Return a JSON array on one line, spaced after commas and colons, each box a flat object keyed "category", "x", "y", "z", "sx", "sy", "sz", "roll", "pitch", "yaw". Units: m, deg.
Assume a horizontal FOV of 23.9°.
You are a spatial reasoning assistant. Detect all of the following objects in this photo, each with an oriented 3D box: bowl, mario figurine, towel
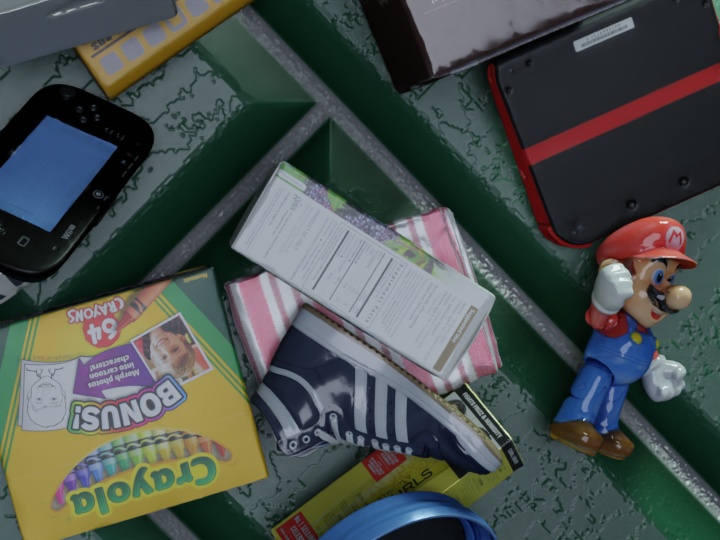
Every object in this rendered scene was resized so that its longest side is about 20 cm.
[{"category": "bowl", "x": 0.019, "y": 0.257, "z": 1.339, "sx": 0.199, "sy": 0.039, "sz": 0.202, "roll": -20, "pitch": 133, "yaw": -22}, {"category": "mario figurine", "x": 0.225, "y": 0.056, "z": 1.379, "sx": 0.105, "sy": 0.123, "sz": 0.202, "roll": 17, "pitch": 94, "yaw": 4}, {"category": "towel", "x": 0.003, "y": 0.046, "z": 1.391, "sx": 0.199, "sy": 0.030, "sz": 0.147, "roll": -19, "pitch": 95, "yaw": -4}]

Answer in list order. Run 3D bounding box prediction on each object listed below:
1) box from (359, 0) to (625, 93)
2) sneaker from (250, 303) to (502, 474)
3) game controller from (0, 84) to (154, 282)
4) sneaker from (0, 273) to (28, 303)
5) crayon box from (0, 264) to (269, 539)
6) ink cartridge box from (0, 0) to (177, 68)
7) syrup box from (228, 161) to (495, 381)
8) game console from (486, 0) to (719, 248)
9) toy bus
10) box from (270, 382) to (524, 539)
[{"category": "box", "x": 0.077, "y": -0.263, "z": 1.317, "sx": 0.163, "sy": 0.166, "sz": 0.201, "roll": -23, "pitch": 96, "yaw": -7}, {"category": "sneaker", "x": 0.007, "y": 0.125, "z": 1.332, "sx": 0.199, "sy": 0.070, "sz": 0.109, "roll": 35, "pitch": 87, "yaw": 12}, {"category": "game controller", "x": -0.235, "y": -0.068, "z": 1.282, "sx": 0.104, "sy": 0.200, "sz": 0.042, "roll": 18, "pitch": 134, "yaw": 11}, {"category": "sneaker", "x": -0.308, "y": -0.035, "z": 1.313, "sx": 0.199, "sy": 0.080, "sz": 0.130, "roll": -38, "pitch": 104, "yaw": 3}, {"category": "crayon box", "x": -0.190, "y": 0.105, "z": 1.347, "sx": 0.198, "sy": 0.058, "sz": 0.174, "roll": -16, "pitch": 94, "yaw": -8}, {"category": "ink cartridge box", "x": -0.233, "y": -0.269, "z": 1.271, "sx": 0.145, "sy": 0.084, "sz": 0.201, "roll": -17, "pitch": 70, "yaw": -2}, {"category": "syrup box", "x": 0.000, "y": 0.000, "z": 1.333, "sx": 0.199, "sy": 0.079, "sz": 0.082, "roll": 31, "pitch": 90, "yaw": -7}, {"category": "game console", "x": 0.218, "y": -0.127, "z": 1.399, "sx": 0.199, "sy": 0.031, "sz": 0.178, "roll": -24, "pitch": 105, "yaw": -7}, {"category": "toy bus", "x": -0.138, "y": -0.223, "z": 1.338, "sx": 0.199, "sy": 0.065, "sz": 0.079, "roll": -36, "pitch": 97, "yaw": -5}, {"category": "box", "x": 0.030, "y": 0.182, "z": 1.371, "sx": 0.199, "sy": 0.050, "sz": 0.075, "roll": -36, "pitch": 53, "yaw": -4}]
